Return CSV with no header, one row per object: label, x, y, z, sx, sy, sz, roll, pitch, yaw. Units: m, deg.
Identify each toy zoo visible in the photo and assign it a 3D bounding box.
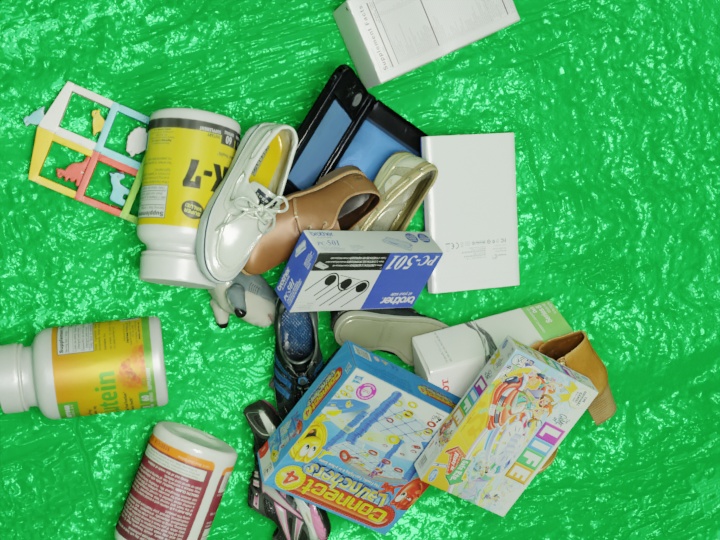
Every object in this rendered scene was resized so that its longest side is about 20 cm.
toy zoo,-0.326,-0.148,1.445,0.198,0.020,0.133,22,90,-11

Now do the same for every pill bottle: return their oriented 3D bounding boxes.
pill bottle,-0.240,0.302,1.447,0.113,0.114,0.202,22,90,-11
pill bottle,-0.339,0.122,1.416,0.197,0.111,0.113,-6,95,-10
pill bottle,-0.209,-0.084,1.390,0.113,0.114,0.203,6,84,-11

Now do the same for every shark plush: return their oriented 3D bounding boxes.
shark plush,-0.171,-0.013,1.481,0.083,0.091,0.201,-27,78,-26

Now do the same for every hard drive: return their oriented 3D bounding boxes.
hard drive,0.145,-0.077,1.524,0.130,0.025,0.203,-5,95,-21

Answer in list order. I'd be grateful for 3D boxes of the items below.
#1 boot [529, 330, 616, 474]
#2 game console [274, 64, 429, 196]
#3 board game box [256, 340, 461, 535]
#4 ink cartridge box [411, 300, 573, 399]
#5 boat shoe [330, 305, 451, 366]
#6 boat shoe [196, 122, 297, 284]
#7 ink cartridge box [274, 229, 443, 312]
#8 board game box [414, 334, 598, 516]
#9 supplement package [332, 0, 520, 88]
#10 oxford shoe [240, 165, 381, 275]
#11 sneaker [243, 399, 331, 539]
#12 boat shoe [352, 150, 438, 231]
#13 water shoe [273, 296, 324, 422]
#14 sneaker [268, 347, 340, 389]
boot,0.218,0.168,1.444,0.200,0.071,0.145,-34,121,1
game console,-0.012,-0.128,1.460,0.116,0.176,0.202,31,87,17
board game box,0.009,0.209,1.413,0.199,0.056,0.197,28,112,-27
ink cartridge box,0.173,0.140,1.500,0.197,0.084,0.147,-13,124,-9
boat shoe,0.044,0.075,1.505,0.197,0.066,0.075,8,119,-29
boat shoe,-0.120,-0.079,1.333,0.074,0.086,0.204,34,71,-33
ink cartridge box,0.000,0.000,1.414,0.198,0.044,0.095,-1,131,-40
board game box,0.174,0.190,1.385,0.133,0.034,0.201,26,107,-25
supplement package,0.080,-0.322,1.462,0.198,0.109,0.115,-25,98,-8
oxford shoe,-0.062,-0.054,1.396,0.199,0.071,0.072,-36,133,-12
sneaker,-0.113,0.271,1.489,0.085,0.080,0.202,-23,93,2
boat shoe,0.029,-0.055,1.472,0.073,0.063,0.202,35,86,-43
water shoe,-0.080,0.124,1.436,0.070,0.079,0.203,-8,93,3
sneaker,-0.018,0.182,1.510,0.104,0.060,0.200,-45,97,-3
